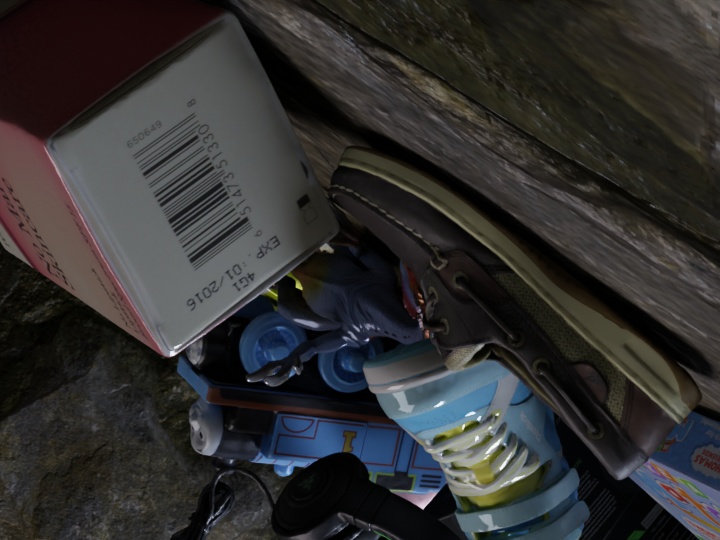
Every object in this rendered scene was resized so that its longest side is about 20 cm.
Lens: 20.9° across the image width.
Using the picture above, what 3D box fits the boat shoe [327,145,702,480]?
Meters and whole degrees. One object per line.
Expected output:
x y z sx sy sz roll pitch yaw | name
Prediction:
0.059 0.018 0.886 0.200 0.065 0.073 36 174 15 | boat shoe

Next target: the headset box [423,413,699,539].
0.134 0.180 1.186 0.200 0.093 0.174 45 158 -1 | headset box

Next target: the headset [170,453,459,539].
-0.020 0.175 1.187 0.199 0.094 0.124 18 146 30 | headset

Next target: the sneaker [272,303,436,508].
-0.024 0.118 1.392 0.200 0.105 0.075 43 172 -10 | sneaker

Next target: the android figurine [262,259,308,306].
-0.043 0.016 1.411 0.200 0.041 0.182 37 172 -3 | android figurine

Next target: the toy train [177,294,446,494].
-0.024 0.082 1.273 0.199 0.115 0.087 8 -170 -25 | toy train

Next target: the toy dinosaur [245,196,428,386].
0.000 0.000 1.149 0.181 0.106 0.200 21 -161 31 | toy dinosaur

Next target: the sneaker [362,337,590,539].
0.067 0.096 0.993 0.200 0.079 0.131 11 -117 -69 | sneaker

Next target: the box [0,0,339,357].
-0.122 -0.062 0.947 0.200 0.109 0.128 25 148 55 | box

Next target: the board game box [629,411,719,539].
0.213 0.135 1.006 0.200 0.037 0.151 42 171 -27 | board game box
